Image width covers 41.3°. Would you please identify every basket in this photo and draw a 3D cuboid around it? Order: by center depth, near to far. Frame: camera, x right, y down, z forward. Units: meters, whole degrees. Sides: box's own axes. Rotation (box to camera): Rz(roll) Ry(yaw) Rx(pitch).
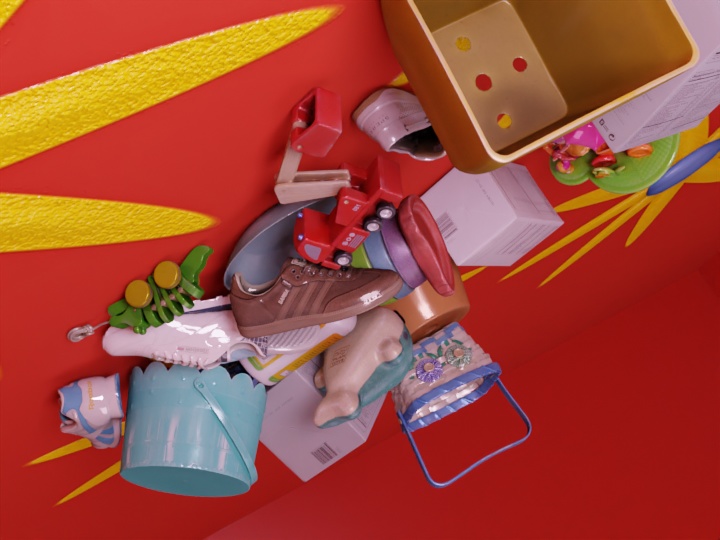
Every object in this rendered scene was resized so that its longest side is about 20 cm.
[{"bbox_3d":[0.131,0.195,1.399,0.175,0.201,0.139,-26,163,-18],"label":"basket"}]

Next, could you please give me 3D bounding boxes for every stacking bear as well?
[{"bbox_3d":[0.000,0.000,1.147,0.198,0.122,0.114,-25,-159,16],"label":"stacking bear"}]

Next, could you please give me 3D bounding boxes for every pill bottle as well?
[{"bbox_3d":[-0.075,0.059,1.304,0.199,0.112,0.111,-35,163,13],"label":"pill bottle"}]

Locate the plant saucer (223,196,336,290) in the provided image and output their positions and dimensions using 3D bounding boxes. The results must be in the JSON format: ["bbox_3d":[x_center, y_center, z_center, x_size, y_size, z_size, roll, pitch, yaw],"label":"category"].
[{"bbox_3d":[-0.080,-0.044,1.130,0.199,0.039,0.201,-29,163,-9],"label":"plant saucer"}]

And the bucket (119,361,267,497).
[{"bbox_3d":[-0.225,0.219,1.290,0.204,0.137,0.208,4,156,2],"label":"bucket"}]

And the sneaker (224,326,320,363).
[{"bbox_3d":[-0.152,0.083,1.239,0.197,0.075,0.082,4,155,-6],"label":"sneaker"}]

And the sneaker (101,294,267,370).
[{"bbox_3d":[-0.209,0.083,1.149,0.197,0.082,0.076,-11,172,-11],"label":"sneaker"}]

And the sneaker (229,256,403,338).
[{"bbox_3d":[-0.054,0.018,1.068,0.197,0.077,0.071,-16,-168,8],"label":"sneaker"}]

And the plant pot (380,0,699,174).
[{"bbox_3d":[0.130,-0.194,0.827,0.198,0.202,0.176,-27,174,-12],"label":"plant pot"}]

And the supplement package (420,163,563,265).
[{"bbox_3d":[0.188,-0.081,1.356,0.109,0.115,0.199,-40,161,24],"label":"supplement package"}]

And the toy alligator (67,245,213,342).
[{"bbox_3d":[-0.240,0.044,1.077,0.199,0.055,0.059,-33,163,7],"label":"toy alligator"}]

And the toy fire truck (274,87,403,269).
[{"bbox_3d":[-0.035,-0.084,0.968,0.139,0.049,0.200,17,140,-26],"label":"toy fire truck"}]

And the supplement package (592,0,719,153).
[{"bbox_3d":[0.285,-0.257,0.890,0.146,0.193,0.200,-20,161,-34],"label":"supplement package"}]

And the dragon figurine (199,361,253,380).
[{"bbox_3d":[-0.205,0.151,1.432,0.199,0.059,0.099,-35,163,16],"label":"dragon figurine"}]

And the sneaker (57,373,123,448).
[{"bbox_3d":[-0.359,0.188,1.271,0.080,0.078,0.200,-6,155,-17],"label":"sneaker"}]

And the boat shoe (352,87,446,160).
[{"bbox_3d":[0.072,-0.150,1.037,0.199,0.070,0.071,-11,154,-49],"label":"boat shoe"}]

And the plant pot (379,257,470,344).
[{"bbox_3d":[0.073,0.031,1.434,0.198,0.141,0.200,-28,162,-10],"label":"plant pot"}]

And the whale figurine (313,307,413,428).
[{"bbox_3d":[0.006,0.144,1.300,0.158,0.104,0.201,-26,-154,34],"label":"whale figurine"}]

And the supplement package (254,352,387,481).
[{"bbox_3d":[-0.058,0.179,1.462,0.151,0.151,0.201,-39,-168,34],"label":"supplement package"}]

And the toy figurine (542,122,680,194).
[{"bbox_3d":[0.301,-0.191,1.286,0.198,0.153,0.183,-13,162,38],"label":"toy figurine"}]
